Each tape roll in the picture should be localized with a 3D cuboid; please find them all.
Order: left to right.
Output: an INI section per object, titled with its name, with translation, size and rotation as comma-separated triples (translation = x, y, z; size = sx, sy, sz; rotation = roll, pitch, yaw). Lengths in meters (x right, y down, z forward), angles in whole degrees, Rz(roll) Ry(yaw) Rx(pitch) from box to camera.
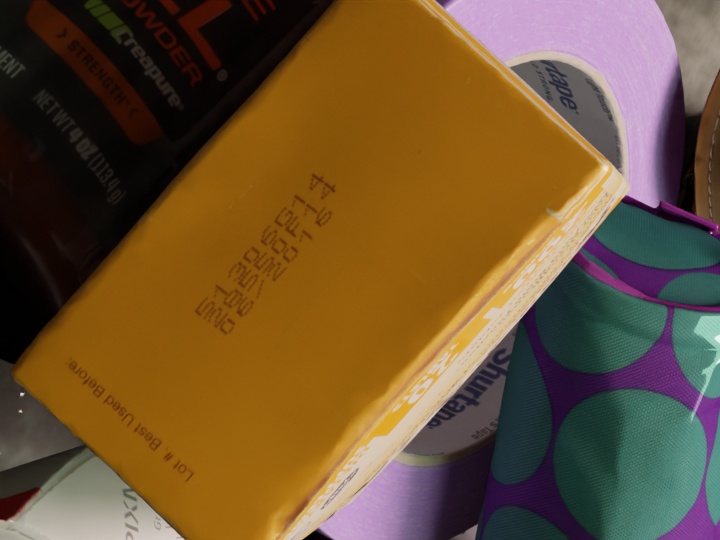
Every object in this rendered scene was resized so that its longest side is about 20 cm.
[tape roll]
translation = 0.018, -0.014, 0.915
size = 0.200, 0.066, 0.200
rotation = -30, 131, -40

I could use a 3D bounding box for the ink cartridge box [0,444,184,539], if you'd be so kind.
[ink cartridge box]
translation = -0.132, 0.072, 0.702
size = 0.200, 0.161, 0.050
rotation = 37, 40, -53

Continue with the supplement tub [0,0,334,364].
[supplement tub]
translation = -0.049, -0.076, 0.755
size = 0.200, 0.107, 0.107
rotation = -47, 141, -24

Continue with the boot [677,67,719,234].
[boot]
translation = 0.149, -0.036, 1.010
size = 0.155, 0.077, 0.200
rotation = -76, 174, -74

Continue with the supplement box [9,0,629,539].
[supplement box]
translation = 0.000, 0.000, 0.715
size = 0.126, 0.074, 0.200
rotation = -48, 176, 6

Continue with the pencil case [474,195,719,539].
[pencil case]
translation = 0.081, 0.077, 0.921
size = 0.092, 0.085, 0.200
rotation = -25, 131, -56

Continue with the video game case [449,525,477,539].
[video game case]
translation = 0.010, 0.195, 0.997
size = 0.181, 0.025, 0.200
rotation = -54, 155, -65
